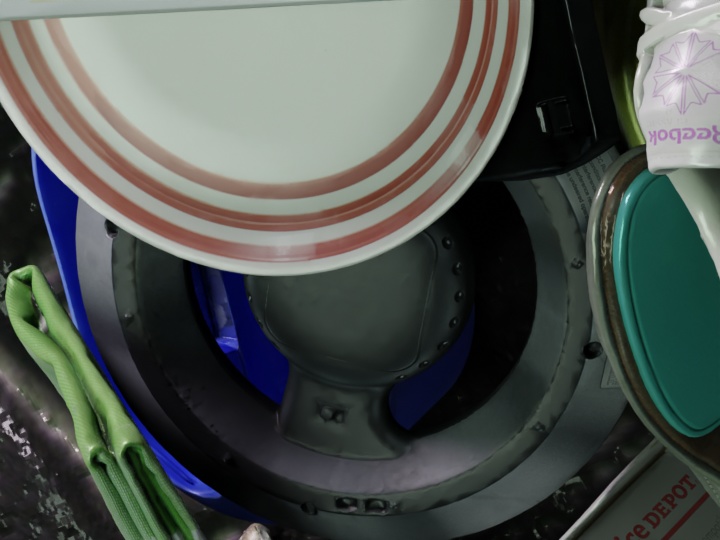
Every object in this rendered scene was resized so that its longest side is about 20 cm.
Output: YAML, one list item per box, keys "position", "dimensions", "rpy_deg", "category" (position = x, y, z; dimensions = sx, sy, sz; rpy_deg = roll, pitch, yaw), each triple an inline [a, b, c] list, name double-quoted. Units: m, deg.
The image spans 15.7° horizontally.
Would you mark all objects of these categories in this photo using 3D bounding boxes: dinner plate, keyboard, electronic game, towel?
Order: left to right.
- position: [-0.064, 0.105, 0.918]
  dimensions: [0.200, 0.031, 0.149]
  rpy_deg: [62, 172, -30]
  category: "towel"
- position: [-0.037, -0.095, 0.805]
  dimensions: [0.200, 0.024, 0.200]
  rpy_deg: [9, 112, 23]
  category: "dinner plate"
- position: [0.000, 0.000, 0.873]
  dimensions: [0.200, 0.042, 0.200]
  rpy_deg: [5, 111, 13]
  category: "electronic game"
- position: [0.049, -0.128, 0.779]
  dimensions: [0.104, 0.040, 0.200]
  rpy_deg: [-3, 103, 57]
  category: "keyboard"

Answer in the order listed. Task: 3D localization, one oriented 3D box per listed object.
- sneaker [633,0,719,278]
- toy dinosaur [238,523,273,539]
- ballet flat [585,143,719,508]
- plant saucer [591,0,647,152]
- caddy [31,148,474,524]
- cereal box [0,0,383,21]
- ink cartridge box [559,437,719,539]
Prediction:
- position: [0.115, -0.080, 0.731]
  dimensions: [0.075, 0.100, 0.200]
  rpy_deg: [-5, 107, 40]
  category: "sneaker"
- position: [-0.032, 0.207, 1.096]
  dimensions: [0.088, 0.047, 0.200]
  rpy_deg: [-15, 106, 32]
  category: "toy dinosaur"
- position: [0.112, 0.036, 0.828]
  dimensions: [0.064, 0.067, 0.200]
  rpy_deg: [19, 153, 54]
  category: "ballet flat"
- position: [0.152, -0.061, 0.798]
  dimensions: [0.200, 0.031, 0.200]
  rpy_deg: [16, 120, 30]
  category: "plant saucer"
- position: [-0.044, -0.006, 0.955]
  dimensions: [0.141, 0.105, 0.200]
  rpy_deg: [-1, 112, 36]
  category: "caddy"
- position: [-0.062, -0.148, 0.761]
  dimensions: [0.200, 0.040, 0.144]
  rpy_deg: [0, 110, 25]
  category: "cereal box"
- position: [0.084, 0.136, 0.928]
  dimensions: [0.067, 0.117, 0.200]
  rpy_deg: [41, 130, 10]
  category: "ink cartridge box"
